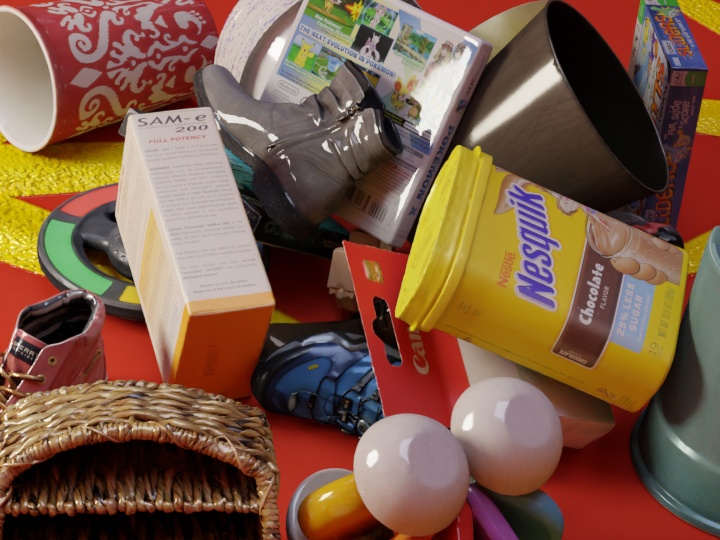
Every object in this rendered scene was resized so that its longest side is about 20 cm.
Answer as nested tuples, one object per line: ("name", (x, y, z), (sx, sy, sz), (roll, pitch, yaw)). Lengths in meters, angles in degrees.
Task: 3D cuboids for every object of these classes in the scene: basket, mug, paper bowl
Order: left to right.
("mug", (-0.254, -0.210, 1.944), (0.199, 0.134, 0.177), (-19, 43, -37))
("basket", (-0.152, 0.169, 1.383), (0.198, 0.144, 0.149), (2, 33, -6))
("paper bowl", (-0.025, -0.180, 1.867), (0.199, 0.202, 0.105), (-10, 41, -23))
("basket", (0.127, -0.096, 1.706), (0.136, 0.199, 0.181), (-15, 76, -61))

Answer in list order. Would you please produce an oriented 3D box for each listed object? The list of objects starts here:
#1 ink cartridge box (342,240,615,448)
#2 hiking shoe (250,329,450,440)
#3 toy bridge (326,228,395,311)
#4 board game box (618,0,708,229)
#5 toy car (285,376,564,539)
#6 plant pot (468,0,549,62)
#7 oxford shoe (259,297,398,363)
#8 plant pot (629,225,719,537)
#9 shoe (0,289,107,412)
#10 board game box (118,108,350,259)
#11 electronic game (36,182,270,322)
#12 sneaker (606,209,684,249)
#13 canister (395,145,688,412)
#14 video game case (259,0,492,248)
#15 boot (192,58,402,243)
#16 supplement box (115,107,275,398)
("ink cartridge box", (0.092, 0.047, 1.574), (0.199, 0.050, 0.162), (14, 49, -37))
("hiking shoe", (0.014, 0.099, 1.575), (0.198, 0.075, 0.087), (4, 33, -3))
("toy bridge", (0.000, 0.000, 1.717), (0.027, 0.068, 0.200), (12, 13, 8))
("board game box", (0.263, -0.124, 1.835), (0.034, 0.201, 0.136), (1, 33, -7))
("toy car", (0.058, 0.176, 1.422), (0.199, 0.175, 0.151), (-18, 75, -33))
("plant pot", (0.142, -0.122, 1.850), (0.199, 0.200, 0.142), (-22, 69, -36))
("oxford shoe", (0.009, 0.051, 1.640), (0.198, 0.085, 0.073), (1, 36, -5))
("plant pot", (0.319, 0.072, 1.559), (0.198, 0.197, 0.201), (5, 34, -3))
("shoe", (-0.259, 0.091, 1.528), (0.071, 0.092, 0.200), (23, 37, 24))
("board game box", (-0.106, -0.074, 1.800), (0.135, 0.028, 0.200), (13, 20, -50))
("electronic game", (-0.175, -0.019, 1.749), (0.198, 0.042, 0.201), (4, 34, -3))
("sneaker", (0.175, -0.005, 1.763), (0.199, 0.071, 0.098), (-17, 33, -25))
("canister", (0.140, 0.008, 1.553), (0.199, 0.087, 0.149), (23, 50, -8))
("video game case", (0.000, -0.141, 1.723), (0.199, 0.184, 0.022), (31, 10, 38))
("boot", (-0.048, -0.130, 1.713), (0.201, 0.132, 0.070), (54, 15, 29))
("supplement box", (-0.133, -0.012, 1.623), (0.073, 0.126, 0.201), (-7, 55, -19))
